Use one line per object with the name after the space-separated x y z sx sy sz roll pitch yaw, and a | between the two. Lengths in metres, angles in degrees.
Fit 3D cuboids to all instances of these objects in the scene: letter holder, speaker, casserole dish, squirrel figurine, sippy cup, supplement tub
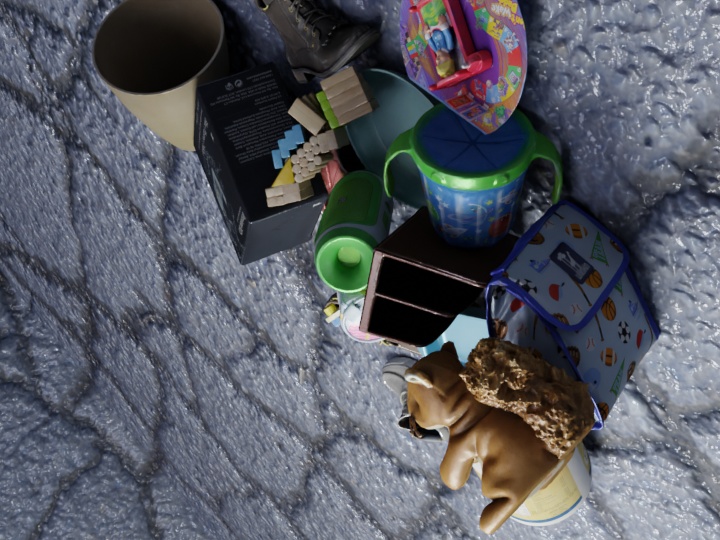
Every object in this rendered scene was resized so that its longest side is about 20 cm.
0.101 0.012 1.258 0.141 0.200 0.102 17 111 14 | letter holder
-0.006 -0.052 1.313 0.087 0.201 0.089 2 117 5 | speaker
0.158 0.096 1.335 0.198 0.039 0.122 12 131 36 | casserole dish
0.139 0.141 1.142 0.187 0.141 0.201 45 132 19 | squirrel figurine
0.125 -0.100 1.203 0.177 0.139 0.131 33 147 30 | sippy cup
0.215 0.231 1.413 0.144 0.145 0.201 25 159 38 | supplement tub

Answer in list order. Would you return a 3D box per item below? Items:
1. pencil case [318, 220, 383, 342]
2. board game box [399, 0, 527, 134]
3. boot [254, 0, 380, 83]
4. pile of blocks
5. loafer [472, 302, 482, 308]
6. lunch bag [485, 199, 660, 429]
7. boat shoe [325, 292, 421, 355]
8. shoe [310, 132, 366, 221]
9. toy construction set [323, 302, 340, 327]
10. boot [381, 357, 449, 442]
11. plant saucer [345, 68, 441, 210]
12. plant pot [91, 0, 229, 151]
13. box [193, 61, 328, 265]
0.000 0.000 1.405 0.091 0.083 0.201 37 -155 -37 | pencil case
0.091 -0.238 1.133 0.200 0.039 0.159 43 138 35 | board game box
-0.076 -0.320 1.306 0.199 0.069 0.175 -3 122 59 | boot
-0.053 -0.165 1.323 0.082 0.062 0.200 42 110 6 | pile of blocks
0.147 0.080 1.450 0.199 0.073 0.072 18 139 45 | loafer
0.227 0.047 1.190 0.123 0.170 0.201 -11 115 45 | lunch bag
0.033 0.081 1.628 0.199 0.059 0.072 31 146 32 | boat shoe
-0.023 -0.122 1.458 0.091 0.071 0.202 20 135 51 | shoe
0.045 0.027 1.475 0.199 0.131 0.093 -3 123 56 | toy construction set
0.082 0.199 1.659 0.199 0.095 0.074 14 135 48 | boot
0.060 -0.165 1.328 0.199 0.036 0.201 36 149 26 | plant saucer
-0.261 -0.267 1.549 0.187 0.187 0.201 36 163 24 | plant pot
-0.141 -0.140 1.469 0.197 0.116 0.202 120 128 -72 | box
